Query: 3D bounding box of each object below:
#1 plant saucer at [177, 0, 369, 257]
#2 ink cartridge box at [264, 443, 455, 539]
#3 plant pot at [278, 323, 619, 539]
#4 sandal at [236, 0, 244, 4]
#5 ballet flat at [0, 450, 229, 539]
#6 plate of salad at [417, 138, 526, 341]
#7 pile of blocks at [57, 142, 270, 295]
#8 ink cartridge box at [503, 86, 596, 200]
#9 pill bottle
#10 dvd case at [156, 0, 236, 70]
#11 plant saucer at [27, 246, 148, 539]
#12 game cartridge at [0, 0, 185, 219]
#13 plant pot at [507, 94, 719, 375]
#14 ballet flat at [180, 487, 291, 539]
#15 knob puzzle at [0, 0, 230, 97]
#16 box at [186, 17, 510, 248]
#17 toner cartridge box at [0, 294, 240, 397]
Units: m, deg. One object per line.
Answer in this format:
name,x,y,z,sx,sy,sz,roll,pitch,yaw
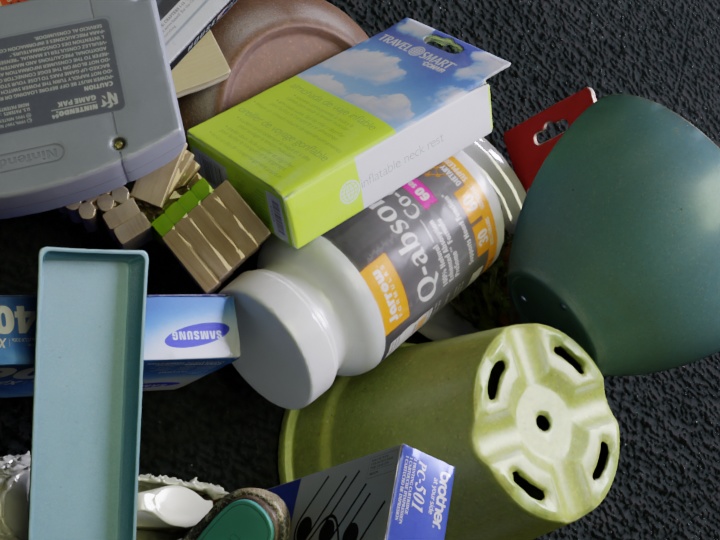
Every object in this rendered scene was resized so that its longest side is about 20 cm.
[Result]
plant saucer,-0.047,-0.109,1.011,0.198,0.037,0.204,0,89,-30
ink cartridge box,-0.024,0.177,0.854,0.044,0.199,0.095,26,59,-26
plant pot,0.072,0.122,0.958,0.198,0.184,0.203,13,66,-32
sandal,-0.104,-0.185,1.027,0.074,0.045,0.203,-16,102,-23
ballet flat,-0.162,0.146,0.851,0.198,0.072,0.073,8,68,-34
plate of salad,0.079,-0.036,1.110,0.198,0.048,0.203,13,66,-32
pile of blocks,-0.155,-0.051,0.904,0.198,0.062,0.083,25,79,-3
ink cartridge box,0.208,-0.046,1.165,0.067,0.116,0.202,-15,83,-41
pill bottle,0.000,0.000,0.950,0.200,0.116,0.117,-39,98,-33
dvd case,-0.171,-0.242,0.954,0.199,0.025,0.151,38,63,0
plant saucer,-0.161,0.088,0.798,0.069,0.019,0.203,2,91,-37
game cartridge,-0.214,-0.101,0.854,0.197,0.042,0.135,-12,74,-6
plant pot,0.184,-0.004,0.988,0.134,0.200,0.201,-38,98,-16
ballet flat,-0.115,0.214,0.842,0.200,0.075,0.068,-45,76,-3
knob puzzle,-0.214,-0.173,0.942,0.217,0.030,0.223,8,65,-16
box,-0.005,-0.100,0.944,0.199,0.122,0.048,-31,131,-25
toner cartridge box,-0.183,0.048,0.852,0.198,0.095,0.044,0,74,-36
